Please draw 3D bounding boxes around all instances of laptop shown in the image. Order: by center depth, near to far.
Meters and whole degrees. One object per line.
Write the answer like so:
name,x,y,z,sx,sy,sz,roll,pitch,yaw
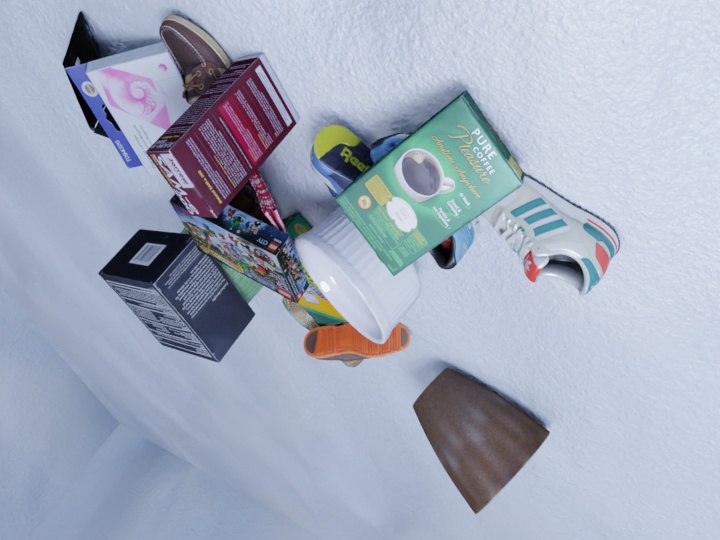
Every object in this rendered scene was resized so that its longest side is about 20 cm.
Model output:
laptop,-0.403,-0.304,1.214,0.176,0.102,0.204,-23,90,56

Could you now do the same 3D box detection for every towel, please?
towel,-0.147,-0.110,1.082,0.202,0.022,0.146,61,174,35

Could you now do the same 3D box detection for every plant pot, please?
plant pot,0.190,0.272,1.244,0.200,0.186,0.188,44,153,16

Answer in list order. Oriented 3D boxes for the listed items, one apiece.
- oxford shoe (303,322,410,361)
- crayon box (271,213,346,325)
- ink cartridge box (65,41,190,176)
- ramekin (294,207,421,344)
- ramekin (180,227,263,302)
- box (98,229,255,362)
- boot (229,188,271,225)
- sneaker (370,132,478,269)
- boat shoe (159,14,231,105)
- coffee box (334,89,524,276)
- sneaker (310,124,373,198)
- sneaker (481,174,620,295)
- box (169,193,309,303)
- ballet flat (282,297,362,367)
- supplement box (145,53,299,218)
oxford shoe,-0.001,0.128,1.307,0.195,0.073,0.073,-3,161,18
crayon box,-0.089,0.003,1.256,0.201,0.059,0.118,49,149,-19
ink cartridge box,-0.331,-0.239,1.119,0.195,0.044,0.198,-9,134,17
ramekin,0.000,0.000,1.071,0.200,0.097,0.201,45,165,15
ramekin,-0.266,-0.017,1.377,0.197,0.098,0.202,26,149,17
box,-0.326,0.041,1.296,0.197,0.124,0.200,8,140,43
boot,-0.228,-0.130,1.163,0.107,0.075,0.200,47,176,33
sneaker,0.080,-0.084,0.912,0.077,0.091,0.201,-20,121,41
boat shoe,-0.214,-0.259,1.011,0.071,0.072,0.201,-8,128,51
coffee box,0.079,-0.098,0.844,0.199,0.044,0.124,-37,97,27
sneaker,0.011,-0.112,0.983,0.200,0.074,0.082,43,159,-11
sneaker,0.200,-0.043,0.848,0.197,0.094,0.071,30,150,12
box,-0.176,-0.039,1.064,0.197,0.038,0.138,26,156,22
ballet flat,-0.060,0.099,1.372,0.199,0.071,0.065,42,124,-14
supplement box,-0.175,-0.178,0.952,0.060,0.201,0.110,5,139,41
